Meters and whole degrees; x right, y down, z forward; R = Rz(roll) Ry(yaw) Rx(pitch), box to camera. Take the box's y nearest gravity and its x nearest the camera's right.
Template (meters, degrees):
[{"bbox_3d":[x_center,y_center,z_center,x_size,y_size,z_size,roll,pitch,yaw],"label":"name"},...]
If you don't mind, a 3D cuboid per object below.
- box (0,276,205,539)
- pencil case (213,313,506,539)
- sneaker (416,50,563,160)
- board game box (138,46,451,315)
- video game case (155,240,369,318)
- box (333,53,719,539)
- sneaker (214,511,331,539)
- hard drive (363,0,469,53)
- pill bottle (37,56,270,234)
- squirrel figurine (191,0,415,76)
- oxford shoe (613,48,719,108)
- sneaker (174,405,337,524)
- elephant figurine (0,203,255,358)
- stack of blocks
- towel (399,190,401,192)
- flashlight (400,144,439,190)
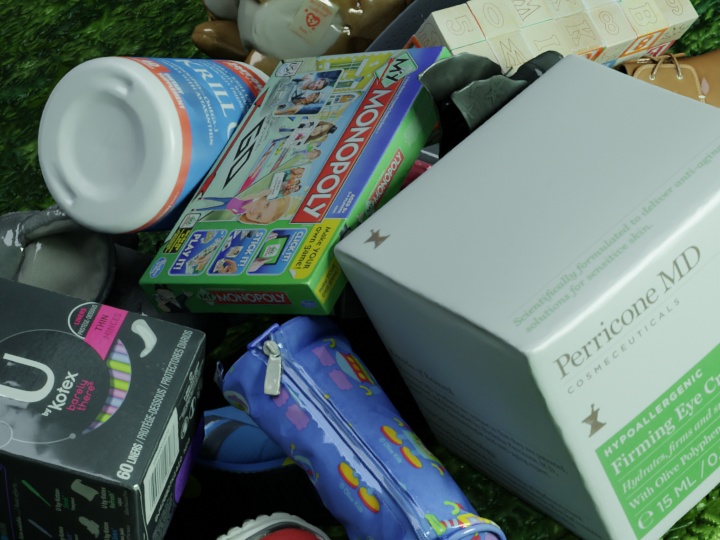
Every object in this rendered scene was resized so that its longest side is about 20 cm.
[{"bbox_3d":[-0.201,0.086,1.303,0.199,0.106,0.123,14,50,8],"label":"box"},{"bbox_3d":[-0.001,0.108,1.261,0.078,0.087,0.200,-40,59,0],"label":"pencil case"},{"bbox_3d":[0.088,-0.063,1.384,0.104,0.201,0.060,-33,52,-25],"label":"sneaker"},{"bbox_3d":[-0.035,-0.056,1.359,0.134,0.029,0.201,-1,46,38],"label":"board game box"},{"bbox_3d":[0.000,0.000,1.426,0.199,0.026,0.180,-4,10,-43],"label":"video game case"},{"bbox_3d":[0.135,0.016,1.267,0.199,0.172,0.200,-39,34,-16],"label":"box"},{"bbox_3d":[-0.093,0.214,1.263,0.200,0.077,0.085,-37,38,-12],"label":"sneaker"},{"bbox_3d":[0.089,-0.160,1.628,0.134,0.043,0.200,19,45,27],"label":"hard drive"},{"bbox_3d":[-0.110,-0.084,1.469,0.112,0.113,0.200,-6,1,31],"label":"pill bottle"},{"bbox_3d":[-0.040,-0.212,1.788,0.198,0.143,0.187,-8,14,-11],"label":"squirrel figurine"},{"bbox_3d":[0.211,-0.119,1.496,0.199,0.072,0.071,-30,30,-5],"label":"oxford shoe"},{"bbox_3d":[-0.066,0.110,1.390,0.199,0.066,0.079,-2,44,29],"label":"sneaker"},{"bbox_3d":[-0.197,0.007,1.487,0.155,0.200,0.141,-45,8,-32],"label":"elephant figurine"},{"bbox_3d":[0.114,-0.142,1.492,0.199,0.059,0.115,-19,-16,-32],"label":"stack of blocks"},{"bbox_3d":[-0.005,-0.086,1.649,0.199,0.035,0.133,-18,33,18],"label":"towel"},{"bbox_3d":[0.030,-0.063,1.534,0.199,0.068,0.068,22,40,33],"label":"flashlight"}]
